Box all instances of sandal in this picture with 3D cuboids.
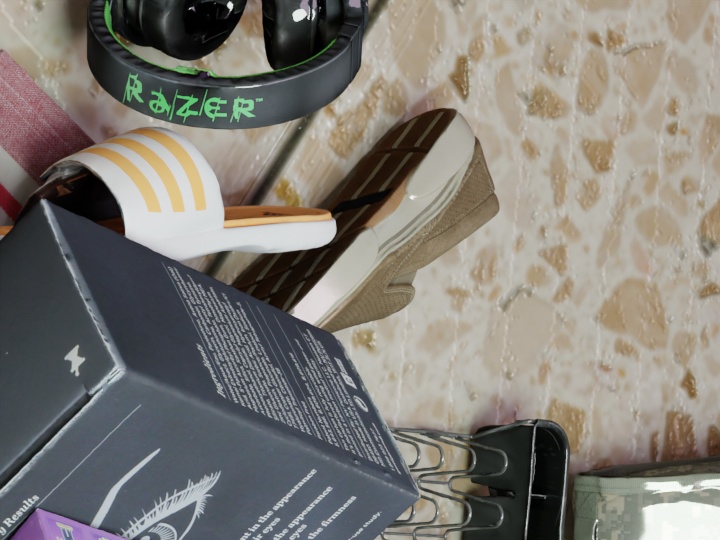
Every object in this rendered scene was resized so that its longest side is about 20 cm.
[{"bbox_3d":[-0.091,-0.036,1.337,0.207,0.079,0.059,-7,99,-52],"label":"sandal"}]

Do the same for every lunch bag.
[{"bbox_3d":[0.198,0.184,1.616,0.200,0.118,0.164,-4,94,-37],"label":"lunch bag"}]

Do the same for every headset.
[{"bbox_3d":[-0.053,-0.139,1.368,0.200,0.123,0.094,-69,166,-54],"label":"headset"}]

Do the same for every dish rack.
[{"bbox_3d":[0.014,0.145,1.482,0.200,0.055,0.153,7,86,-43],"label":"dish rack"}]

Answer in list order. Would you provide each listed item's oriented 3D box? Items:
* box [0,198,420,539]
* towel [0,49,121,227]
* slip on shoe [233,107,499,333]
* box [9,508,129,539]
[{"bbox_3d":[-0.100,0.080,1.269,0.148,0.104,0.200,-43,139,17],"label":"box"},{"bbox_3d":[-0.172,0.021,1.326,0.144,0.023,0.200,48,62,-35],"label":"towel"},{"bbox_3d":[0.000,0.000,1.452,0.200,0.076,0.061,-49,116,-39],"label":"slip on shoe"},{"bbox_3d":[-0.093,0.184,1.255,0.200,0.039,0.137,25,117,-37],"label":"box"}]
